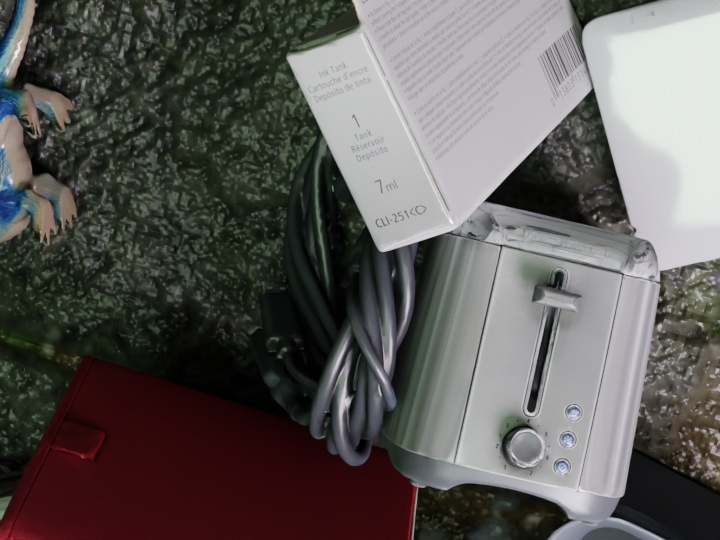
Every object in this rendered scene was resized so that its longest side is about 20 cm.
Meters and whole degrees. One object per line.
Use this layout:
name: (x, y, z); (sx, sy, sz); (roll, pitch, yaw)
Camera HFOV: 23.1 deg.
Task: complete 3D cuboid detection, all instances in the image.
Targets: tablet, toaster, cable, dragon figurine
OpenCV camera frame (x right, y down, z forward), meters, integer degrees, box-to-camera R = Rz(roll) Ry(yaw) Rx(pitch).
tablet: (0.215, -0.080, 0.829); (0.200, 0.014, 0.130); (-13, 104, 17)
toaster: (0.075, 0.038, 0.841); (0.113, 0.200, 0.129); (14, 91, -1)
cable: (0.000, 0.000, 0.839); (0.051, 0.200, 0.163); (18, 107, -16)
dragon figurine: (-0.207, -0.066, 0.929); (0.099, 0.059, 0.200); (2, 110, 12)

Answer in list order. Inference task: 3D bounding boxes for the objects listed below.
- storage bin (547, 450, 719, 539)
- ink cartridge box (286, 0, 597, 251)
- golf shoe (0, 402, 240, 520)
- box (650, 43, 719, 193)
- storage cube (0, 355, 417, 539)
storage bin: (0.135, 0.196, 0.900); (0.145, 0.134, 0.200); (27, 113, 3)
ink cartridge box: (0.029, -0.128, 0.777); (0.045, 0.200, 0.176); (-17, 105, 32)
golf shoe: (-0.139, 0.133, 0.968); (0.200, 0.088, 0.077); (-20, 102, 17)
box: (0.264, -0.078, 0.836); (0.200, 0.021, 0.164); (-33, 98, 21)
storage cube: (-0.083, 0.171, 0.836); (0.179, 0.200, 0.171); (18, 113, -2)
